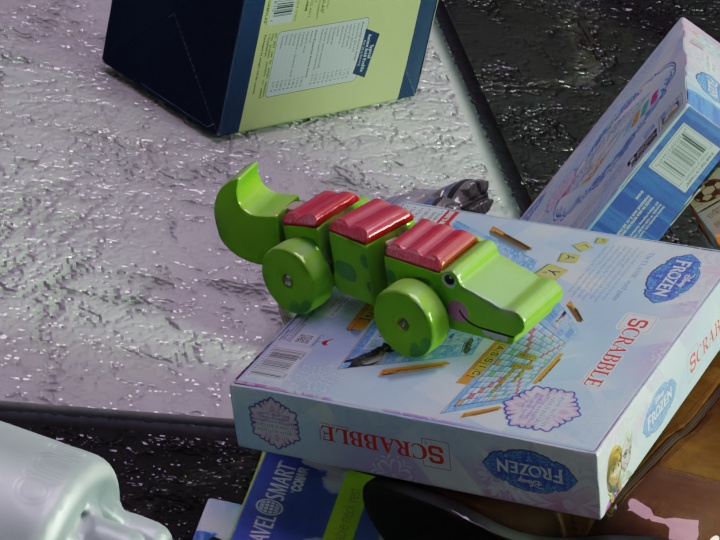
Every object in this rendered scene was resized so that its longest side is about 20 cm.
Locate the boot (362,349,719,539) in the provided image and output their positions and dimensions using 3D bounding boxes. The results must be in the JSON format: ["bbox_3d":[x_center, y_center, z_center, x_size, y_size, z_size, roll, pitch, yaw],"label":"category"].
[{"bbox_3d":[0.121,0.084,1.396,0.188,0.069,0.200,9,44,28],"label":"boot"}]

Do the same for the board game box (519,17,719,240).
[{"bbox_3d":[0.151,-0.042,1.677,0.043,0.200,0.199,35,19,-8],"label":"board game box"}]

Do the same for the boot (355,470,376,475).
[{"bbox_3d":[0.079,0.087,1.524,0.174,0.069,0.200,20,12,-5],"label":"boot"}]

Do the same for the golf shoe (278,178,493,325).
[{"bbox_3d":[0.000,0.000,1.724,0.097,0.078,0.200,0,16,39],"label":"golf shoe"}]

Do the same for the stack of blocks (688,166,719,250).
[{"bbox_3d":[0.287,0.008,1.661,0.115,0.200,0.059,-31,34,3],"label":"stack of blocks"}]

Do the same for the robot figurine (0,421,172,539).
[{"bbox_3d":[-0.194,0.125,1.329,0.200,0.113,0.170,18,0,12],"label":"robot figurine"}]

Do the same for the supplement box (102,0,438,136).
[{"bbox_3d":[-0.053,-0.224,1.966,0.200,0.200,0.134,-15,38,-43],"label":"supplement box"}]

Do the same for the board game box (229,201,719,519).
[{"bbox_3d":[0.068,0.040,1.406,0.199,0.041,0.200,10,34,26],"label":"board game box"}]

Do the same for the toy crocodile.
[{"bbox_3d":[0.012,-0.007,1.394,0.200,0.062,0.067,19,39,38],"label":"toy crocodile"}]

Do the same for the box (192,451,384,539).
[{"bbox_3d":[0.009,0.155,1.426,0.200,0.048,0.122,14,26,3],"label":"box"}]
